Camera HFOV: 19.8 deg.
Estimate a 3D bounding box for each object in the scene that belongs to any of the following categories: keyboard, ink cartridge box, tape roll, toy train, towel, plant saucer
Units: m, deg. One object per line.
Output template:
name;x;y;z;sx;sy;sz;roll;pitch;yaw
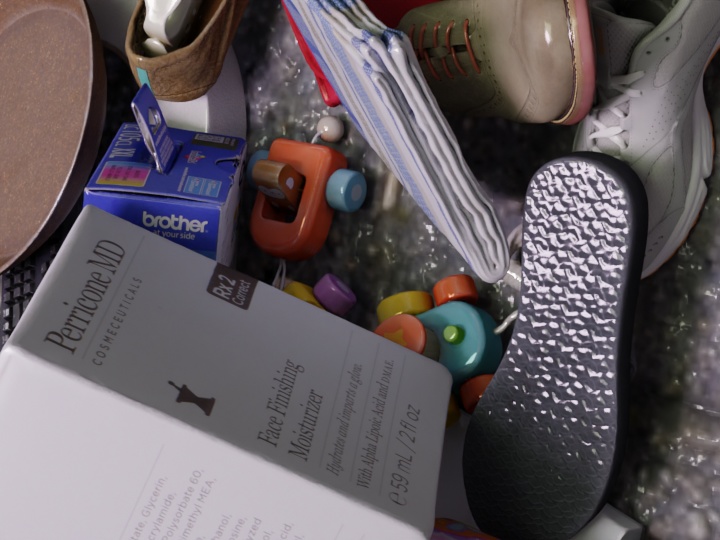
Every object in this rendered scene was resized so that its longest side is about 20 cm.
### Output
keyboard;-0.198;0.056;1.181;0.127;0.021;0.201;-26;58;46
ink cartridge box;-0.105;0.006;1.090;0.076;0.137;0.201;8;107;-1
tape roll;-0.151;-0.081;1.215;0.202;0.037;0.204;-1;89;37
toy train;0.000;0.000;1.068;0.199;0.056;0.151;19;88;35
towel;0.007;-0.090;0.998;0.024;0.147;0.200;-31;34;-3
plant saucer;-0.205;-0.084;1.192;0.200;0.037;0.201;-16;67;43

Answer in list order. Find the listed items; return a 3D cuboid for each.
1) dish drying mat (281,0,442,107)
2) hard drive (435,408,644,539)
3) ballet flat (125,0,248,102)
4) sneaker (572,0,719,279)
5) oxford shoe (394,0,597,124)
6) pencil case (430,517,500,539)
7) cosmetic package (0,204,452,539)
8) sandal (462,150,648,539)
dish drying mat;0.041;-0.166;1.079;0.200;0.018;0.077;-33;69;33
hard drive;0.040;0.140;1.068;0.200;0.026;0.132;31;108;34
ballet flat;-0.079;-0.189;1.115;0.068;0.072;0.201;23;89;18
sneaker;0.125;-0.088;0.966;0.076;0.092;0.201;24;104;35
oxford shoe;0.057;-0.098;0.965;0.200;0.074;0.071;175;88;-78
pencil case;0.105;0.177;0.956;0.199;0.087;0.088;15;98;20
cosmetic package;-0.083;0.105;0.955;0.199;0.165;0.165;25;113;-6
sandal;0.101;0.042;0.980;0.076;0.043;0.201;21;111;23
